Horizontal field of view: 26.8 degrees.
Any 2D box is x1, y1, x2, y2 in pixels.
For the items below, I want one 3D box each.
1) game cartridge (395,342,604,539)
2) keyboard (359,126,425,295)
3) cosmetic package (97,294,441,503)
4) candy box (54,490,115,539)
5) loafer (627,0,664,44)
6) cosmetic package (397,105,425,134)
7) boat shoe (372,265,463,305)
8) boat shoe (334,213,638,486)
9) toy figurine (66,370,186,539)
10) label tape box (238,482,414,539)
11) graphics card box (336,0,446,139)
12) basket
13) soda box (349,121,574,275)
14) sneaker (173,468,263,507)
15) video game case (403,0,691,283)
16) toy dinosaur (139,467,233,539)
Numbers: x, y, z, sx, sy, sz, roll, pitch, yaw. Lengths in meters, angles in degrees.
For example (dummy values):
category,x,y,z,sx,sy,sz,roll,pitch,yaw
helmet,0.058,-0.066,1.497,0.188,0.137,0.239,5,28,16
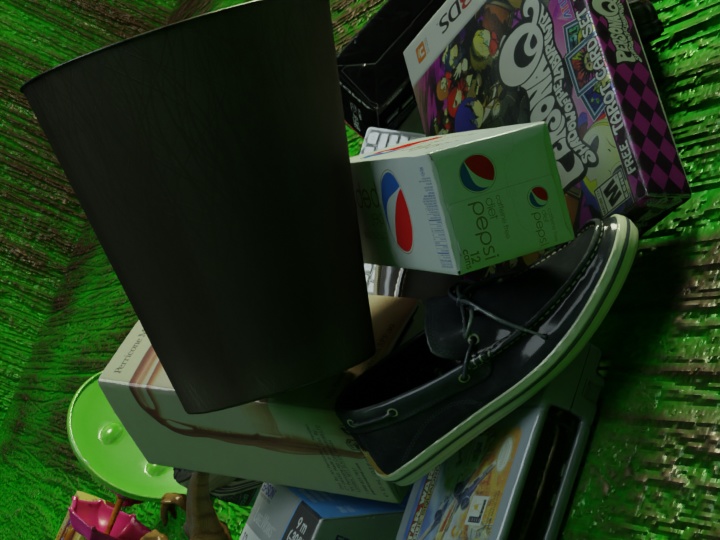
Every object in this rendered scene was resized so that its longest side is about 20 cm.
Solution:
category,x,y,z,sx,sy,sz,roll,pitch,yaw
game cartridge,0.064,0.136,0.825,0.133,0.041,0.201,-11,57,64
keyboard,0.000,0.000,1.029,0.056,0.011,0.201,13,83,32
cosmetic package,-0.052,0.073,0.962,0.199,0.087,0.103,2,45,32
candy box,-0.320,0.353,1.635,0.200,0.056,0.117,-64,17,3
loafer,0.126,-0.168,0.938,0.200,0.073,0.073,-146,40,-71
cosmetic package,0.017,-0.014,1.129,0.200,0.052,0.151,-49,23,42
boat shoe,0.069,-0.036,0.974,0.200,0.073,0.063,-63,14,-7
boat shoe,0.064,0.036,0.795,0.200,0.062,0.075,-42,15,24
toy figurine,-0.211,0.188,1.452,0.200,0.150,0.184,-52,-7,-46
label tape box,-0.033,0.188,0.994,0.201,0.066,0.143,-68,17,-2
graphics card box,0.038,-0.158,1.097,0.126,0.051,0.200,-47,-3,-1
basket,-0.072,-0.032,0.840,0.136,0.180,0.201,-59,-49,-86
soda box,0.042,-0.039,0.831,0.200,0.068,0.064,-170,64,-73
sneaker,-0.045,0.109,1.107,0.200,0.086,0.078,-36,35,32
video game case,0.099,-0.090,0.875,0.181,0.036,0.201,-44,54,54
toy dinosaur,-0.113,0.192,1.091,0.106,0.200,0.060,13,38,35
